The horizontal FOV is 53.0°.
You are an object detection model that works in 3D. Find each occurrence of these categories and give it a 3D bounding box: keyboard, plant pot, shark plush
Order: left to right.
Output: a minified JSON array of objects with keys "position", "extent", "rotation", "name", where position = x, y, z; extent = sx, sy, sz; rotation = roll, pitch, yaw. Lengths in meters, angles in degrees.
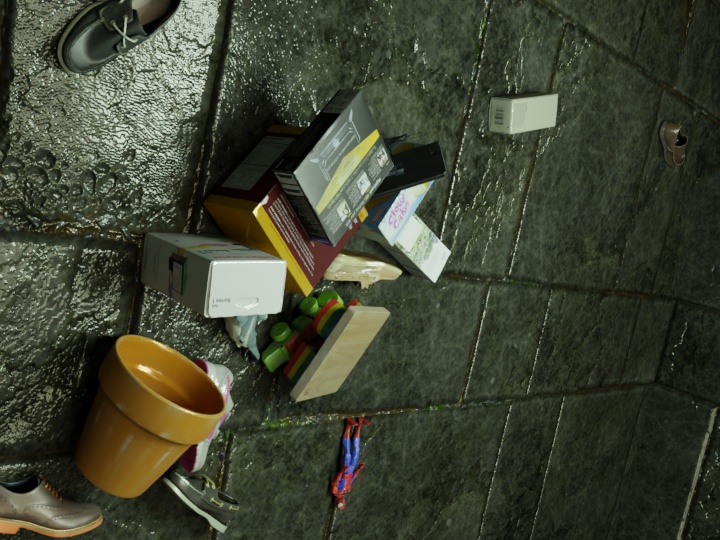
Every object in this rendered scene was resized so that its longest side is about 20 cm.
[{"position":[-0.337,0.235,1.113],"extent":[0.199,0.200,0.185],"rotation":[29,98,-46],"name":"plant pot"},{"position":[-0.190,0.094,1.273],"extent":[0.082,0.090,0.204],"rotation":[-25,124,-25],"name":"shark plush"},{"position":[0.064,-0.206,1.392],"extent":[0.021,0.195,0.130],"rotation":[55,22,-64],"name":"keyboard"}]

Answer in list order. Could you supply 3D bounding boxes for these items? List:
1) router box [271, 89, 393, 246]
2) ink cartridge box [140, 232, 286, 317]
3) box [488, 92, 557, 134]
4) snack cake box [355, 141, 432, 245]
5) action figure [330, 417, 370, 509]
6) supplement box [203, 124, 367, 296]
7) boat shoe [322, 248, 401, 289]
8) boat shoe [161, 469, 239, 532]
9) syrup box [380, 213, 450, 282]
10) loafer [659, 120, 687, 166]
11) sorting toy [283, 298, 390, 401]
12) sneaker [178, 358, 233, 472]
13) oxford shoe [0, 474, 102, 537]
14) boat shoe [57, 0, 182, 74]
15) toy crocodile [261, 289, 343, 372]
[{"position":[-0.038,-0.168,1.176],"extent":[0.201,0.051,0.159],"rotation":[-54,135,-27],"name":"router box"},{"position":[-0.229,0.002,1.125],"extent":[0.143,0.198,0.086],"rotation":[-1,105,-45],"name":"ink cartridge box"},{"position":[0.393,-0.381,1.737],"extent":[0.197,0.068,0.084],"rotation":[-16,115,-42],"name":"box"},{"position":[0.061,-0.158,1.433],"extent":[0.202,0.114,0.067],"rotation":[-58,137,-16],"name":"snack cake box"},{"position":[-0.026,0.429,1.589],"extent":[0.065,0.051,0.205],"rotation":[6,101,-50],"name":"action figure"},{"position":[-0.121,-0.106,1.239],"extent":[0.201,0.131,0.199],"rotation":[-53,134,-26],"name":"supplement box"},{"position":[0.000,0.000,1.462],"extent":[0.197,0.071,0.066],"rotation":[12,102,-39],"name":"boat shoe"},{"position":[-0.284,0.401,1.295],"extent":[0.061,0.071,0.203],"rotation":[-49,140,-19],"name":"boat shoe"},{"position":[0.104,-0.061,1.534],"extent":[0.200,0.081,0.080],"rotation":[41,76,-45],"name":"syrup box"},{"position":[1.047,-0.413,2.399],"extent":[0.200,0.070,0.074],"rotation":[41,74,-45],"name":"loafer"},{"position":[-0.052,0.139,1.376],"extent":[0.201,0.069,0.199],"rotation":[-56,161,9],"name":"sorting toy"},{"position":[-0.265,0.254,1.257],"extent":[0.087,0.080,0.205],"rotation":[4,105,-50],"name":"sneaker"},{"position":[-0.472,0.351,1.085],"extent":[0.198,0.070,0.075],"rotation":[23,82,-47],"name":"oxford shoe"},{"position":[-0.332,-0.342,1.005],"extent":[0.200,0.067,0.073],"rotation":[-45,132,-25],"name":"boat shoe"},{"position":[-0.111,0.115,1.384],"extent":[0.200,0.061,0.068],"rotation":[-43,130,-27],"name":"toy crocodile"}]
